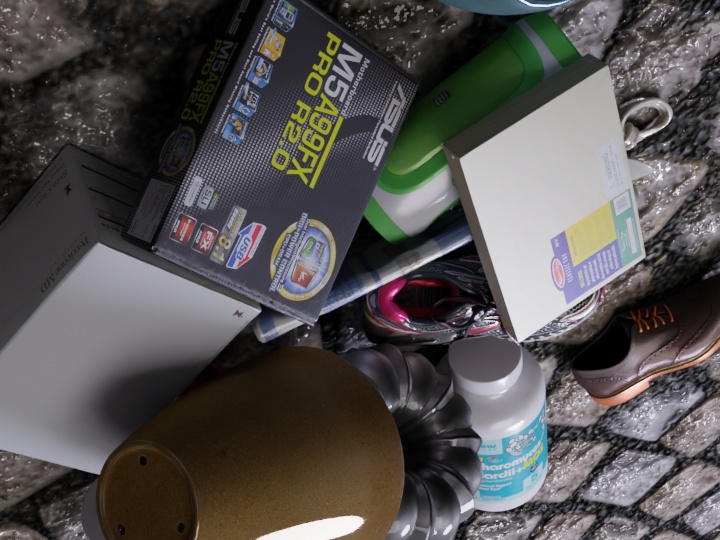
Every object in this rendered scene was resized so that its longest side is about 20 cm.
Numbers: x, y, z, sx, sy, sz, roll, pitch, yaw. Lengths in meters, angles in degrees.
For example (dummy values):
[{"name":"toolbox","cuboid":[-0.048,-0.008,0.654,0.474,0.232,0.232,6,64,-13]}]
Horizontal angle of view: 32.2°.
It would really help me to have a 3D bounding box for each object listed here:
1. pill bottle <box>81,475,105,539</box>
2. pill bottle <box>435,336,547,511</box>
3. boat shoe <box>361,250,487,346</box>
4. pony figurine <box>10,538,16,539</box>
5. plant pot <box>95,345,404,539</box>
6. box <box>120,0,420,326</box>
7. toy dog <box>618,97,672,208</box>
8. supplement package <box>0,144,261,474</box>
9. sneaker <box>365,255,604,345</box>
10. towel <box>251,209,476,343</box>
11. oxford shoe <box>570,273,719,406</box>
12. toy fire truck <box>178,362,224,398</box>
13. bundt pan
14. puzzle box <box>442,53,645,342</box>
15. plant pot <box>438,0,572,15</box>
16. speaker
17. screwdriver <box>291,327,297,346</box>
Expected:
[{"name":"pill bottle","cuboid":[-0.167,0.254,1.098,0.115,0.116,0.200,-23,138,-6]},{"name":"pill bottle","cuboid":[0.127,0.141,1.223,0.110,0.111,0.200,-21,138,-8]},{"name":"boat shoe","cuboid":[0.096,0.028,1.128,0.200,0.072,0.066,-7,144,-13]},{"name":"pony figurine","cuboid":[-0.361,0.370,1.180,0.193,0.166,0.200,-49,143,-27]},{"name":"plant pot","cuboid":[-0.097,0.157,0.934,0.187,0.187,0.200,-50,157,23]},{"name":"box","cuboid":[-0.058,-0.081,0.877,0.160,0.044,0.201,28,84,-43]},{"name":"toy dog","cuboid":[0.188,-0.080,1.043,0.199,0.096,0.132,7,129,-33]},{"name":"supplement package","cuboid":[-0.206,0.036,0.934,0.200,0.111,0.156,-46,136,18]},{"name":"sneaker","cuboid":[0.105,0.026,1.039,0.199,0.081,0.075,-6,-179,-3]},{"name":"towel","cuboid":[0.000,0.000,1.009,0.199,0.147,0.024,-26,97,-2]},{"name":"oxford shoe","cuboid":[0.306,0.063,1.276,0.200,0.071,0.073,-39,133,13]},{"name":"toy fire truck","cuboid":[-0.147,0.170,1.148,0.141,0.049,0.200,-33,138,6]},{"name":"bundt pan","cuboid":[0.027,0.152,1.078,0.201,0.203,0.076,9,153,-35]},{"name":"puzzle box","cuboid":[0.145,-0.049,0.947,0.133,0.025,0.200,-32,133,-11]},{"name":"plant pot","cuboid":[0.100,-0.243,0.801,0.199,0.135,0.201,-15,138,-14]},{"name":"speaker","cuboid":[0.082,-0.109,0.961,0.200,0.089,0.088,-38,138,10]},{"name":"screwdriver","cuboid":[-0.061,0.107,1.141,0.028,0.029,0.200,-13,143,-17]}]
